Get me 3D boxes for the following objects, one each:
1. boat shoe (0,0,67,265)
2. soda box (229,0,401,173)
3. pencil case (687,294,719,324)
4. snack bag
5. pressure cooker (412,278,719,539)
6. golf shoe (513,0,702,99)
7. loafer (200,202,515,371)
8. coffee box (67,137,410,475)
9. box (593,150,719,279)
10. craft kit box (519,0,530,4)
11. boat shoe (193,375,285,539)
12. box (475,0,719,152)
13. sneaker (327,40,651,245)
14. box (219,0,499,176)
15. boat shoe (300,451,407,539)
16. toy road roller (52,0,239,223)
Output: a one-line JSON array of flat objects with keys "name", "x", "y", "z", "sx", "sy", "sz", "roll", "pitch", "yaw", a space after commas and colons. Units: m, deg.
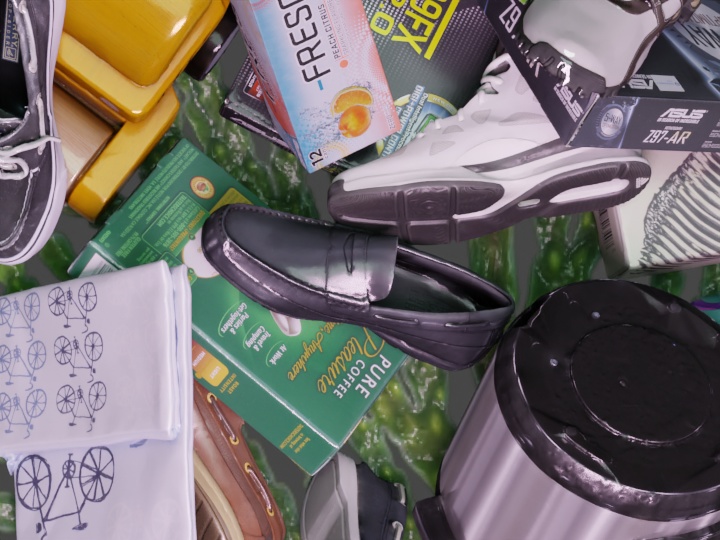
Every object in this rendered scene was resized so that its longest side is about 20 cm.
[{"name": "boat shoe", "x": -0.213, "y": -0.089, "z": 1.611, "sx": 0.073, "sy": 0.068, "sz": 0.200, "roll": 17, "pitch": 116, "yaw": 9}, {"name": "soda box", "x": -0.039, "y": -0.161, "z": 1.622, "sx": 0.068, "sy": 0.064, "sz": 0.200, "roll": -25, "pitch": 127, "yaw": -9}, {"name": "pencil case", "x": 0.266, "y": 0.108, "z": 1.719, "sx": 0.092, "sy": 0.085, "sz": 0.200, "roll": -9, "pitch": 85, "yaw": -34}, {"name": "snack bag", "x": -0.162, "y": 0.103, "z": 1.624, "sx": 0.021, "sy": 0.188, "sz": 0.200, "roll": 3, "pitch": 82, "yaw": -42}, {"name": "pressure cooker", "x": 0.140, "y": 0.125, "z": 1.650, "sx": 0.176, "sy": 0.200, "sz": 0.179, "roll": 27, "pitch": 47, "yaw": 3}, {"name": "golf shoe", "x": 0.156, "y": -0.171, "z": 1.582, "sx": 0.078, "sy": 0.095, "sz": 0.200, "roll": 36, "pitch": 38, "yaw": 6}, {"name": "loafer", "x": 0.000, "y": 0.000, "z": 1.660, "sx": 0.200, "sy": 0.070, "sz": 0.068, "roll": 21, "pitch": 49, "yaw": -18}, {"name": "coffee box", "x": -0.070, "y": 0.022, "z": 1.680, "sx": 0.200, "sy": 0.044, "sz": 0.123, "roll": 39, "pitch": 46, "yaw": -2}, {"name": "box", "x": 0.252, "y": -0.049, "z": 1.744, "sx": 0.200, "sy": 0.068, "sz": 0.082, "roll": -11, "pitch": 84, "yaw": -8}, {"name": "craft kit box", "x": 0.086, "y": -0.271, "z": 1.675, "sx": 0.198, "sy": 0.049, "sz": 0.200, "roll": 47, "pitch": 38, "yaw": 6}, {"name": "boat shoe", "x": -0.110, "y": 0.097, "z": 1.689, "sx": 0.067, "sy": 0.072, "sz": 0.200, "roll": -16, "pitch": 75, "yaw": -42}, {"name": "box", "x": 0.178, "y": -0.142, "z": 1.679, "sx": 0.200, "sy": 0.044, "sz": 0.160, "roll": 1, "pitch": 45, "yaw": -34}, {"name": "sneaker", "x": 0.073, "y": -0.087, "z": 1.693, "sx": 0.200, "sy": 0.076, "sz": 0.116, "roll": -9, "pitch": 64, "yaw": -2}, {"name": "box", "x": 0.024, "y": -0.152, "z": 1.739, "sx": 0.160, "sy": 0.044, "sz": 0.200, "roll": 28, "pitch": 81, "yaw": -3}, {"name": "boat shoe", "x": 0.003, "y": 0.184, "z": 1.634, "sx": 0.060, "sy": 0.200, "sz": 0.076, "roll": 22, "pitch": 125, "yaw": -15}, {"name": "toy road roller", "x": -0.160, "y": -0.138, "z": 1.663, "sx": 0.123, "sy": 0.146, "sz": 0.200, "roll": 37, "pitch": 80, "yaw": -2}]
